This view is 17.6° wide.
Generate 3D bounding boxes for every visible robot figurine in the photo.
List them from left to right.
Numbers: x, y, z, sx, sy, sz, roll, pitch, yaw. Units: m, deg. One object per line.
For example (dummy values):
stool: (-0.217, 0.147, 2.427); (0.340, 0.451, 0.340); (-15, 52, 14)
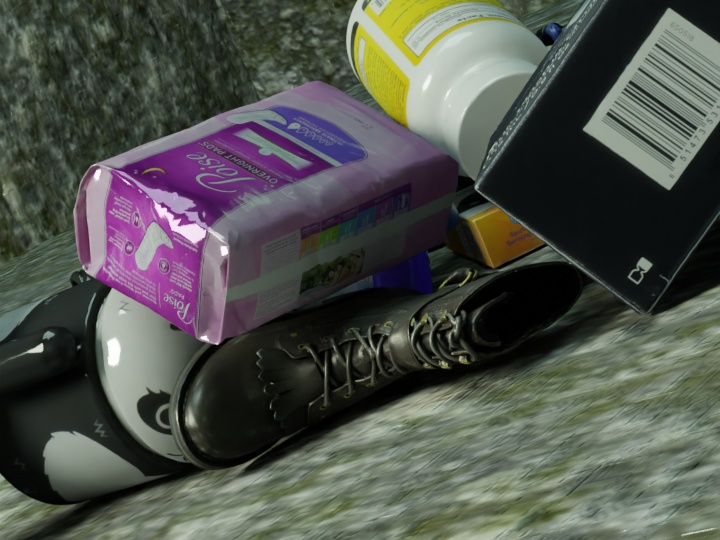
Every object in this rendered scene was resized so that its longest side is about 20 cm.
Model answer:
robot figurine: (-0.148, 0.069, 1.364); (0.199, 0.125, 0.150); (-20, 15, 35)

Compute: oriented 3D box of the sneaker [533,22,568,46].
sneaker: (0.189, -0.147, 1.784); (0.198, 0.116, 0.080); (-27, 9, -18)

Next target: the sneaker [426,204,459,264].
sneaker: (0.000, 0.000, 1.529); (0.201, 0.082, 0.074); (-57, 4, -33)

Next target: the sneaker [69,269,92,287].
sneaker: (-0.160, 0.005, 1.650); (0.071, 0.082, 0.201); (-9, 56, 59)

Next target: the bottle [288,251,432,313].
bottle: (-0.058, 0.011, 1.424); (0.198, 0.084, 0.066); (-4, 54, 10)

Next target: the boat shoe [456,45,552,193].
boat shoe: (0.083, -0.093, 1.733); (0.200, 0.072, 0.065); (-42, -18, 22)

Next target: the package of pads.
package of pads: (-0.051, -0.037, 1.314); (0.120, 0.076, 0.199); (28, 35, 33)

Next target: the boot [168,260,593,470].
boot: (0.009, 0.041, 1.250); (0.199, 0.070, 0.174); (-29, 9, -34)

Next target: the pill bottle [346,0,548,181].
pill bottle: (0.071, -0.134, 1.621); (0.112, 0.113, 0.200); (-25, 32, -7)

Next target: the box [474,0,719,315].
box: (0.164, -0.104, 1.261); (0.197, 0.117, 0.200); (-55, 1, 12)

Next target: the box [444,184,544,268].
box: (0.119, -0.051, 1.638); (0.118, 0.042, 0.200); (-26, 10, -5)

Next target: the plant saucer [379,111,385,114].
plant saucer: (-0.059, -0.028, 1.590); (0.201, 0.048, 0.200); (-59, -1, 8)
